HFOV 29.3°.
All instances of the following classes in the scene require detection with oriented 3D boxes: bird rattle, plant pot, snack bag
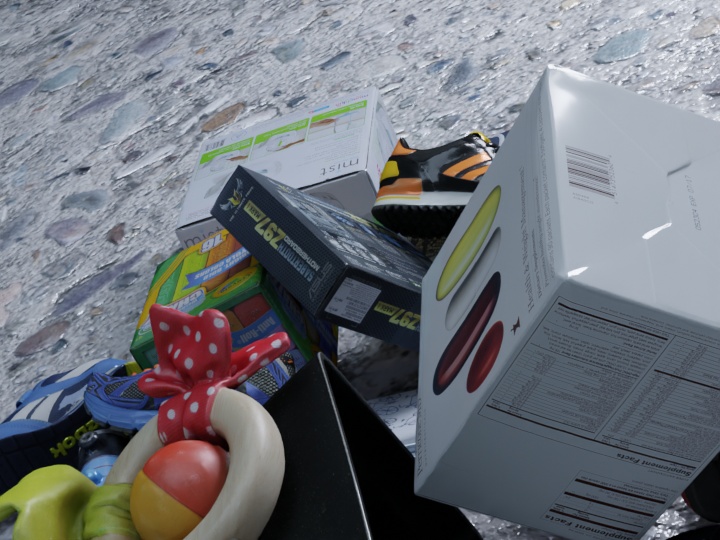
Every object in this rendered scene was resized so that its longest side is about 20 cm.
[{"bbox_3d":[-0.099,0.118,0.780,0.200,0.113,0.163,-43,36,-12],"label":"bird rattle"},{"bbox_3d":[-0.024,0.209,0.811,0.177,0.200,0.200,-35,29,9],"label":"plant pot"},{"bbox_3d":[-0.009,0.123,0.994,0.200,0.021,0.189,-15,5,8],"label":"snack bag"}]

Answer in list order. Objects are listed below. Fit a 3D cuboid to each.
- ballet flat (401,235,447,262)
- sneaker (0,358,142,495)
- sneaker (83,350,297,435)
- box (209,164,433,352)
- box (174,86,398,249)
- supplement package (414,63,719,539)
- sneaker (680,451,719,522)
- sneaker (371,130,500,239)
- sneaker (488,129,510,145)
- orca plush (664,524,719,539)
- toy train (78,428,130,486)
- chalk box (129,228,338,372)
[{"bbox_3d":[0.112,-0.006,1.160,0.200,0.068,0.075,-7,47,24],"label":"ballet flat"},{"bbox_3d":[-0.274,0.142,1.202,0.200,0.074,0.082,-31,28,-25],"label":"sneaker"},{"bbox_3d":[-0.118,0.087,0.996,0.200,0.075,0.078,1,75,33],"label":"sneaker"},{"bbox_3d":[0.000,0.000,1.073,0.158,0.200,0.051,43,105,41],"label":"box"},{"bbox_3d":[-0.065,-0.080,1.365,0.200,0.097,0.177,-17,32,14],"label":"box"},{"bbox_3d":[0.137,0.025,0.832,0.147,0.200,0.191,17,42,-12],"label":"supplement package"},{"bbox_3d":[0.269,0.091,0.877,0.200,0.071,0.098,-23,13,-17],"label":"sneaker"},{"bbox_3d":[0.108,-0.077,1.124,0.200,0.070,0.090,1,66,22],"label":"sneaker"},{"bbox_3d":[0.149,-0.078,1.229,0.108,0.070,0.200,-21,23,-2],"label":"sneaker"},{"bbox_3d":[0.231,0.173,0.779,0.200,0.071,0.105,6,42,42],"label":"orca plush"},{"bbox_3d":[-0.163,0.190,0.962,0.087,0.114,0.200,-23,30,3],"label":"toy train"},{"bbox_3d":[-0.098,0.058,1.113,0.125,0.124,0.200,-27,22,12],"label":"chalk box"}]
